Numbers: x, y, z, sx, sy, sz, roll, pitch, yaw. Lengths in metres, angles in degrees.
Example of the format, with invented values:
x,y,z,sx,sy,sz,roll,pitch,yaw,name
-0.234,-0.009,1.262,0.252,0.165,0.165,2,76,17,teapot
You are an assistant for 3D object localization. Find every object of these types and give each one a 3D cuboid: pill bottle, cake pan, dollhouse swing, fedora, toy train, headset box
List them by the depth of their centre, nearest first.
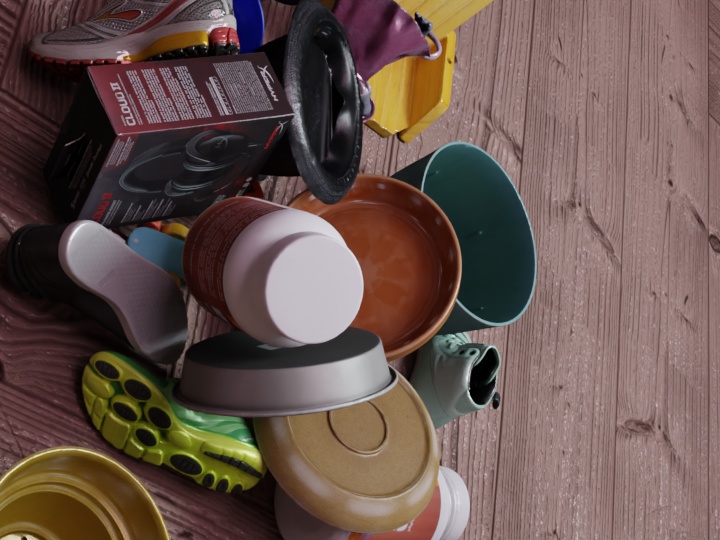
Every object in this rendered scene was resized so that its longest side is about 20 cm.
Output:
x,y,z,sx,sy,sz,roll,pitch,yaw,name
-0.074,0.002,1.142,0.111,0.200,0.114,-3,99,-22,pill bottle
-0.066,0.082,1.166,0.199,0.198,0.037,-15,105,-50,cake pan
-0.180,-0.112,1.193,0.198,0.149,0.078,-12,64,-37,headset box
-0.163,-0.041,1.291,0.198,0.056,0.151,-17,68,-37,toy train
-0.066,-0.158,1.302,0.200,0.090,0.204,-7,90,-69,fedora
0.018,0.233,1.354,0.199,0.111,0.114,14,65,-46,pill bottle
0.061,-0.285,1.556,0.199,0.174,0.184,32,53,-38,dollhouse swing

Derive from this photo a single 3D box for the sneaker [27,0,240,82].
x,y,z,sx,sy,sz,roll,pitch,yaw,name
-0.205,-0.216,1.217,0.078,0.197,0.083,41,42,-75,sneaker

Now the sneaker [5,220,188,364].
x,y,z,sx,sy,sz,roll,pitch,yaw,name
-0.229,0.016,1.174,0.200,0.098,0.071,51,53,-50,sneaker

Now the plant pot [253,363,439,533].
x,y,z,sx,sy,sz,roll,pitch,yaw,name
-0.006,0.149,1.272,0.198,0.028,0.202,18,47,-20,plant pot

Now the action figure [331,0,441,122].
x,y,z,sx,sy,sz,roll,pitch,yaw,name
-0.022,-0.218,1.468,0.133,0.201,0.149,38,6,17,action figure

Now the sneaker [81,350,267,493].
x,y,z,sx,sy,sz,roll,pitch,yaw,name
-0.171,0.132,1.221,0.199,0.074,0.084,37,20,-28,sneaker

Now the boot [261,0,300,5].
x,y,z,sx,sy,sz,roll,pitch,yaw,name
-0.047,-0.334,1.435,0.173,0.198,0.070,-29,113,-39,boot

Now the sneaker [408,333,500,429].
x,y,z,sx,sy,sz,roll,pitch,yaw,name
0.121,0.087,1.526,0.074,0.117,0.202,39,48,-30,sneaker

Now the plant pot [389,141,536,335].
x,y,z,sx,sy,sz,roll,pitch,yaw,name
0.071,-0.019,1.475,0.199,0.160,0.203,21,60,-42,plant pot

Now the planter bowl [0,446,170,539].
x,y,z,sx,sy,sz,roll,pitch,yaw,name
-0.247,0.246,1.063,0.199,0.083,0.203,21,61,-44,planter bowl

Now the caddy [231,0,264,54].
x,y,z,sx,sy,sz,roll,pitch,yaw,name
-0.163,-0.230,1.325,0.141,0.104,0.203,28,56,-41,caddy

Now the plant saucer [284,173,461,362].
x,y,z,sx,sy,sz,roll,pitch,yaw,name
0.000,0.000,1.316,0.032,0.197,0.203,83,10,-64,plant saucer
